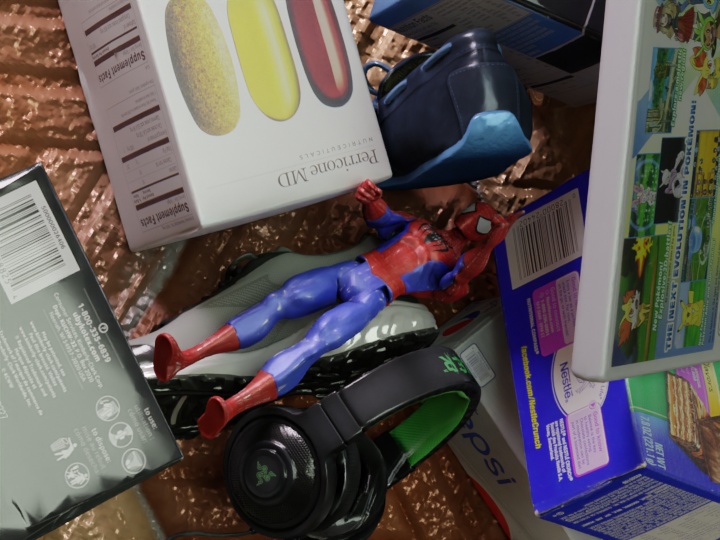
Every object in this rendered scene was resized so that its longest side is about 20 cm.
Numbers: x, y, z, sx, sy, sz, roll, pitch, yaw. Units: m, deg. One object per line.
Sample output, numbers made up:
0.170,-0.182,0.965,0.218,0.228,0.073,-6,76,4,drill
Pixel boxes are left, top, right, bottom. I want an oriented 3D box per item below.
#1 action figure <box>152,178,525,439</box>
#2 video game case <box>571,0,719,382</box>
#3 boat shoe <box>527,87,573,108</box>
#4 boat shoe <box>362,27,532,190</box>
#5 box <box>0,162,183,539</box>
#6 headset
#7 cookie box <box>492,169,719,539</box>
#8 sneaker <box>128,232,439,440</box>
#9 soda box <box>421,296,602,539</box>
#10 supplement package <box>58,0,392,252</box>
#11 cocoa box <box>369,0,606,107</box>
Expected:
0.000,0.000,1.130,0.200,0.099,0.065,-29,70,-32,action figure
0.167,-0.052,1.124,0.182,0.022,0.200,-5,103,-52,video game case
0.067,-0.178,1.269,0.069,0.074,0.200,-20,92,-13,boat shoe
0.045,-0.080,1.170,0.084,0.200,0.069,-6,86,-21,boat shoe
-0.193,0.053,1.046,0.124,0.200,0.149,-27,95,-26,box
-0.020,0.118,1.166,0.200,0.124,0.094,-35,71,5,headset
0.168,0.061,1.216,0.200,0.075,0.171,22,51,-43,cookie box
-0.062,0.033,1.189,0.200,0.074,0.079,-14,67,-23,sneaker
0.107,0.111,1.248,0.063,0.068,0.200,-37,100,-25,soda box
-0.078,-0.122,1.169,0.114,0.110,0.200,-17,91,-25,supplement package
0.108,-0.204,1.175,0.131,0.133,0.200,21,80,-15,cocoa box
